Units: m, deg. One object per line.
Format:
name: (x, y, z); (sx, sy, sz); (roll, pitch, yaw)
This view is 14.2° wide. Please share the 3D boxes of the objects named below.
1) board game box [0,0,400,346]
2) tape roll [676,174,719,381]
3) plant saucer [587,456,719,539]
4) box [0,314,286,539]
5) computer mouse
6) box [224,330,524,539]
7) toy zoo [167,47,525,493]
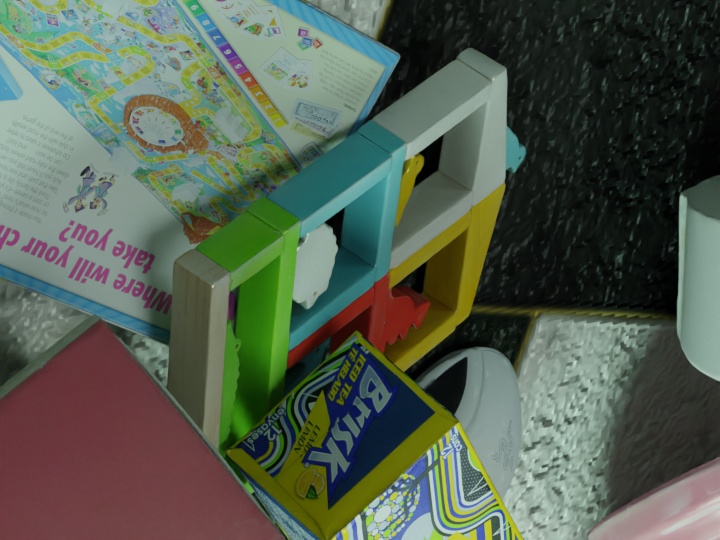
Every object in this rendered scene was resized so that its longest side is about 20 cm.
board game box: (-0.086, -0.055, 1.002); (0.200, 0.034, 0.135); (25, 96, -49)
tape roll: (0.235, 0.004, 1.222); (0.202, 0.202, 0.071); (-12, 107, -39)
plant saucer: (0.201, 0.101, 1.282); (0.199, 0.051, 0.201); (-21, 167, -5)
box: (-0.137, 0.127, 0.973); (0.200, 0.109, 0.128); (-40, 177, -19)
computer mouse: (0.005, 0.115, 1.192); (0.200, 0.044, 0.110); (-47, 138, -11)
box: (0.022, 0.112, 1.120); (0.070, 0.064, 0.200); (-42, 144, -9)
toy zoo: (0.000, 0.000, 1.095); (0.200, 0.020, 0.132); (-37, 148, -38)
